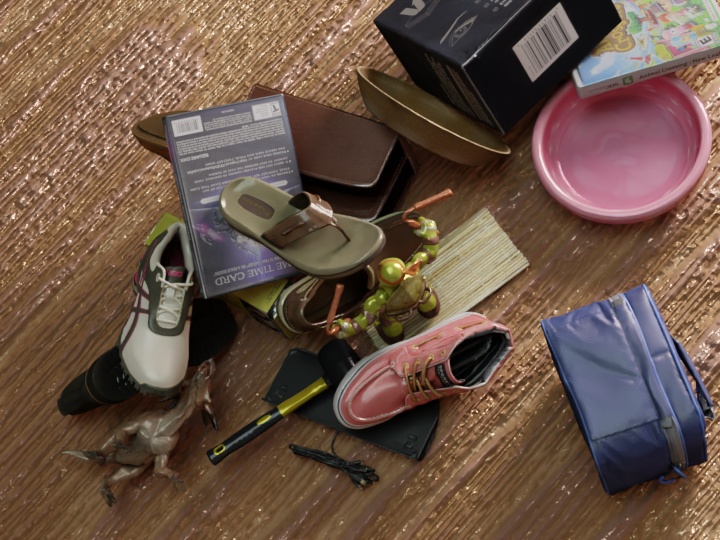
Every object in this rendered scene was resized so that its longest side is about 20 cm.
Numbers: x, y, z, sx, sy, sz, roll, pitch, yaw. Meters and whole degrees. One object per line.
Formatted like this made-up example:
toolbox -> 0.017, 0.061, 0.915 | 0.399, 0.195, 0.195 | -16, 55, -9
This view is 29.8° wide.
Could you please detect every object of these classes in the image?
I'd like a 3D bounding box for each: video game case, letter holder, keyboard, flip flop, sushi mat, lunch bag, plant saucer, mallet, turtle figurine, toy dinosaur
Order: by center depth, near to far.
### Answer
lunch bag -> 0.279, 0.124, 1.367 | 0.132, 0.136, 0.201 | -22, 63, 5
flip flop -> -0.067, -0.054, 1.407 | 0.199, 0.058, 0.081 | 27, 63, 25
turtle figurine -> 0.049, 0.016, 1.448 | 0.064, 0.161, 0.200 | 35, 79, 21
video game case -> -0.129, -0.083, 1.483 | 0.142, 0.019, 0.201 | -15, 97, -27
mallet -> -0.086, 0.144, 1.493 | 0.199, 0.041, 0.066 | -27, 59, 1
keyboard -> -0.018, 0.168, 1.494 | 0.199, 0.021, 0.127 | 19, 66, 23
toy dinosaur -> -0.234, 0.183, 1.509 | 0.199, 0.086, 0.136 | -21, 24, 32
plant saucer -> 0.296, -0.139, 1.530 | 0.199, 0.051, 0.201 | -6, 65, 13
sushi mat -> 0.088, 0.018, 1.537 | 0.200, 0.012, 0.096 | -36, 63, -3
plant saucer -> 0.076, -0.169, 1.539 | 0.200, 0.200, 0.036 | 36, 106, 26
video game case -> 0.321, -0.290, 1.571 | 0.181, 0.022, 0.201 | -16, 43, 8
letter holder -> -0.056, -0.112, 1.587 | 0.199, 0.101, 0.143 | 20, 75, 22

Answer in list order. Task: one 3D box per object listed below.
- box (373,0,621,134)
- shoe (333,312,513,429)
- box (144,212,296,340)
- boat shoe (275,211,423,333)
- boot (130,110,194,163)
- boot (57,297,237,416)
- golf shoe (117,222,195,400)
box -> 0.156, -0.289, 1.562 | 0.197, 0.118, 0.200 | -43, 39, -6
shoe -> 0.067, 0.108, 1.435 | 0.199, 0.091, 0.072 | -29, 101, -12
box -> -0.154, 0.006, 1.574 | 0.200, 0.075, 0.050 | 29, 77, 24
boat shoe -> 0.003, 0.005, 1.495 | 0.202, 0.075, 0.075 | -39, 103, -16
boot -> -0.183, -0.098, 1.593 | 0.199, 0.155, 0.074 | 22, 47, 33
boot -> -0.252, 0.100, 1.562 | 0.200, 0.138, 0.078 | -24, 88, -37
golf shoe -> -0.217, 0.041, 1.464 | 0.077, 0.088, 0.201 | 9, 54, -18
